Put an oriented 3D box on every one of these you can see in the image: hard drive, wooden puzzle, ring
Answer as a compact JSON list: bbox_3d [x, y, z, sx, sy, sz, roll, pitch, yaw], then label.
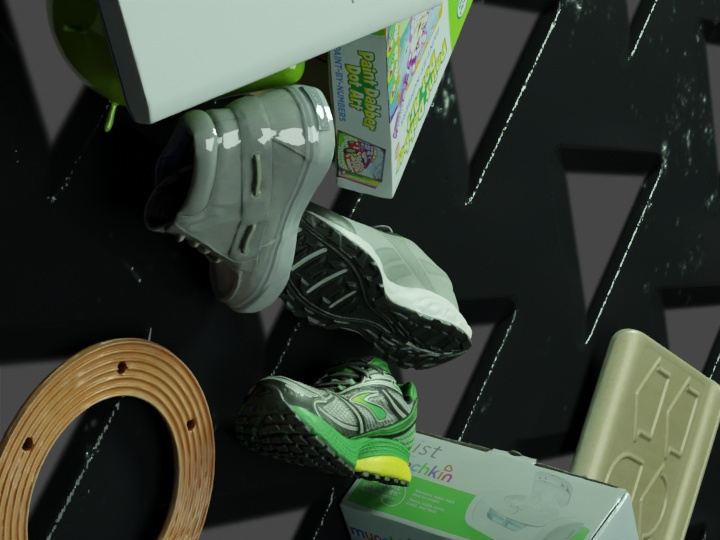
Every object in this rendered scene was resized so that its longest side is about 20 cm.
[{"bbox_3d":[-0.051,-0.173,0.983,0.200,0.025,0.132,-26,112,-31],"label":"hard drive"},{"bbox_3d":[0.251,0.163,1.700,0.200,0.046,0.186,28,77,-49],"label":"wooden puzzle"},{"bbox_3d":[-0.161,0.139,1.140,0.200,0.019,0.201,-23,119,-49],"label":"ring"}]

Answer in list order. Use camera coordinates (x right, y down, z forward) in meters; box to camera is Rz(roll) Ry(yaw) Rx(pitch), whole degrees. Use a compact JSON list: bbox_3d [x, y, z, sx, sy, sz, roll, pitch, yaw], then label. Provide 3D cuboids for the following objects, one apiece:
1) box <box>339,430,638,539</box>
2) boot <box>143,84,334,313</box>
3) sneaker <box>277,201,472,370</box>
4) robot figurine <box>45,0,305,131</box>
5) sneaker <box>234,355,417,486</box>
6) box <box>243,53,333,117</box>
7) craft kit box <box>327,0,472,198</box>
[{"bbox_3d":[0.107,0.227,1.383,0.097,0.200,0.177,-47,136,-35],"label":"box"},{"bbox_3d":[-0.087,-0.037,1.117,0.095,0.074,0.200,-10,147,-24],"label":"boot"},{"bbox_3d":[0.000,0.000,1.289,0.200,0.074,0.079,35,36,-45],"label":"sneaker"},{"bbox_3d":[-0.097,-0.172,1.046,0.200,0.116,0.176,-54,145,-28],"label":"robot figurine"},{"bbox_3d":[-0.022,0.096,1.284,0.200,0.078,0.085,26,72,-63],"label":"sneaker"},{"bbox_3d":[-0.017,-0.197,1.232,0.163,0.021,0.200,18,85,-55],"label":"box"},{"bbox_3d":[0.029,-0.183,1.184,0.198,0.048,0.200,90,19,-56],"label":"craft kit box"}]
